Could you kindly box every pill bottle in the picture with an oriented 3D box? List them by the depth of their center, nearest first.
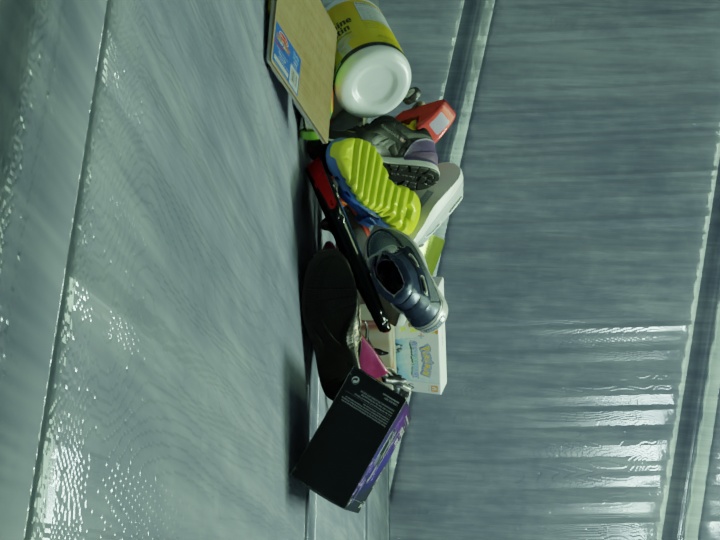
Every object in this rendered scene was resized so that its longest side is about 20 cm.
[{"bbox_3d":[-0.006,-0.316,1.532,0.201,0.110,0.113,-112,-169,-44],"label":"pill bottle"}]

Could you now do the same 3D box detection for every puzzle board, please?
[{"bbox_3d":[-0.067,-0.255,1.218,0.200,0.017,0.153,50,42,-65],"label":"puzzle board"}]

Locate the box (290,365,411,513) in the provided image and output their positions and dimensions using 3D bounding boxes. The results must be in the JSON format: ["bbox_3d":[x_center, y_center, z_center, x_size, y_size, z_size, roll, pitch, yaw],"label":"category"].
[{"bbox_3d":[-0.006,0.207,1.281,0.142,0.078,0.200,-57,169,-9],"label":"box"}]

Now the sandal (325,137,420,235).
[{"bbox_3d":[0.002,-0.108,1.450,0.200,0.086,0.080,47,55,-49],"label":"sandal"}]

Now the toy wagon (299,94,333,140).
[{"bbox_3d":[-0.059,-0.263,1.408,0.200,0.039,0.158,-80,168,-70],"label":"toy wagon"}]

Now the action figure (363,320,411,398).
[{"bbox_3d":[0.005,0.182,1.619,0.102,0.117,0.203,19,74,-54],"label":"action figure"}]

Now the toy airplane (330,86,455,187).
[{"bbox_3d":[0.032,-0.169,1.609,0.142,0.197,0.201,-91,-170,-55],"label":"toy airplane"}]

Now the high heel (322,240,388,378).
[{"bbox_3d":[-0.011,0.058,1.536,0.067,0.094,0.204,-52,140,-83],"label":"high heel"}]

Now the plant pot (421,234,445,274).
[{"bbox_3d":[0.038,0.025,1.913,0.187,0.184,0.203,41,62,-84],"label":"plant pot"}]

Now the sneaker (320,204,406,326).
[{"bbox_3d":[0.000,0.000,1.579,0.202,0.081,0.077,63,-24,17],"label":"sneaker"}]

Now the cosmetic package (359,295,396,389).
[{"bbox_3d":[0.004,0.118,1.694,0.088,0.102,0.203,-81,167,-63],"label":"cosmetic package"}]

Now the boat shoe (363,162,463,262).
[{"bbox_3d":[0.081,-0.068,1.559,0.201,0.071,0.069,-53,144,-23],"label":"boat shoe"}]

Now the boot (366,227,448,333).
[{"bbox_3d":[0.042,-0.009,1.381,0.090,0.073,0.200,41,9,-40],"label":"boot"}]

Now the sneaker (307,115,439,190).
[{"bbox_3d":[0.015,-0.175,1.498,0.076,0.197,0.089,-40,-135,52],"label":"sneaker"}]

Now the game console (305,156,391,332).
[{"bbox_3d":[-0.014,-0.037,1.406,0.177,0.031,0.202,-120,-174,-61],"label":"game console"}]

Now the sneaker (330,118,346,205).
[{"bbox_3d":[-0.019,-0.194,1.764,0.077,0.072,0.203,103,-10,-66],"label":"sneaker"}]

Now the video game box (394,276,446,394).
[{"bbox_3d":[0.048,0.100,1.758,0.047,0.179,0.203,-60,150,-58],"label":"video game box"}]

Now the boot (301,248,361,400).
[{"bbox_3d":[-0.033,0.050,1.409,0.151,0.072,0.203,-92,172,-70],"label":"boot"}]
